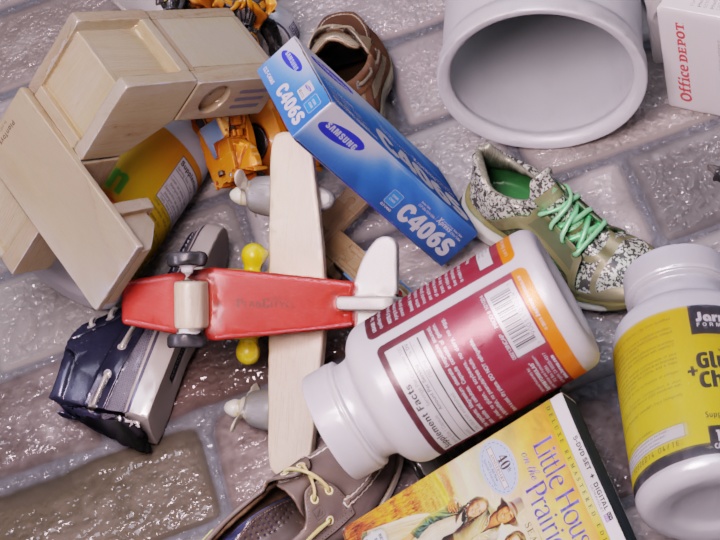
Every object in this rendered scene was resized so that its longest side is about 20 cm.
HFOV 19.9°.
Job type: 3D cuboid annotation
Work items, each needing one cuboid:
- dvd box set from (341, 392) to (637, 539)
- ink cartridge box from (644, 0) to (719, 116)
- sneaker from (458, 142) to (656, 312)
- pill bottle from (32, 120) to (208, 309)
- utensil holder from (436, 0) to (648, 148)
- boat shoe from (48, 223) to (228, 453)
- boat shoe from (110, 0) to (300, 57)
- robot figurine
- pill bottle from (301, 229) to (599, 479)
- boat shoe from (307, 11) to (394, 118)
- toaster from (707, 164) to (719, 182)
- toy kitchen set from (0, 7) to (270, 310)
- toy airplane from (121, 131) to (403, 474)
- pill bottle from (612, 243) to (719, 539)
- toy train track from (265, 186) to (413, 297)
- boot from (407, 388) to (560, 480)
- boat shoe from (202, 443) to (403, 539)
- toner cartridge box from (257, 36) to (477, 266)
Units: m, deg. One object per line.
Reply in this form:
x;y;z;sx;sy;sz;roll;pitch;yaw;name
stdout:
0.092;0.198;1.447;0.199;0.029;0.147;-33;55;18;dvd box set
0.332;-0.203;1.649;0.198;0.129;0.126;15;60;22;ink cartridge box
0.153;-0.038;1.604;0.199;0.089;0.077;29;67;29;sneaker
-0.195;-0.078;1.703;0.110;0.111;0.201;20;62;25;pill bottle
0.151;-0.229;1.692;0.168;0.171;0.201;-4;52;11;utensil holder
-0.178;0.042;1.638;0.092;0.075;0.201;14;61;13;boat shoe
-0.153;-0.219;1.820;0.199;0.071;0.070;22;61;19;boat shoe
-0.099;-0.167;1.698;0.058;0.144;0.202;-23;78;38;robot figurine
0.063;0.065;1.477;0.199;0.113;0.113;-30;53;9;pill bottle
-0.012;-0.174;1.725;0.075;0.072;0.201;-13;33;3;boat shoe
0.381;-0.008;1.509;0.180;0.119;0.201;-22;54;-3;toaster
-0.164;-0.072;1.582;0.180;0.200;0.164;-11;57;-50;toy kitchen set
-0.058;0.025;1.579;0.199;0.141;0.200;45;83;-4;toy airplane
0.242;0.085;1.483;0.111;0.112;0.201;-9;55;7;pill bottle
0.000;0.000;1.649;0.115;0.033;0.200;-45;62;-6;toy train track
0.099;0.132;1.528;0.130;0.068;0.201;-25;51;8;boot
-0.048;0.181;1.521;0.200;0.060;0.072;-40;56;-14;boat shoe
0.007;-0.091;1.600;0.043;0.200;0.095;-41;43;11;toner cartridge box
